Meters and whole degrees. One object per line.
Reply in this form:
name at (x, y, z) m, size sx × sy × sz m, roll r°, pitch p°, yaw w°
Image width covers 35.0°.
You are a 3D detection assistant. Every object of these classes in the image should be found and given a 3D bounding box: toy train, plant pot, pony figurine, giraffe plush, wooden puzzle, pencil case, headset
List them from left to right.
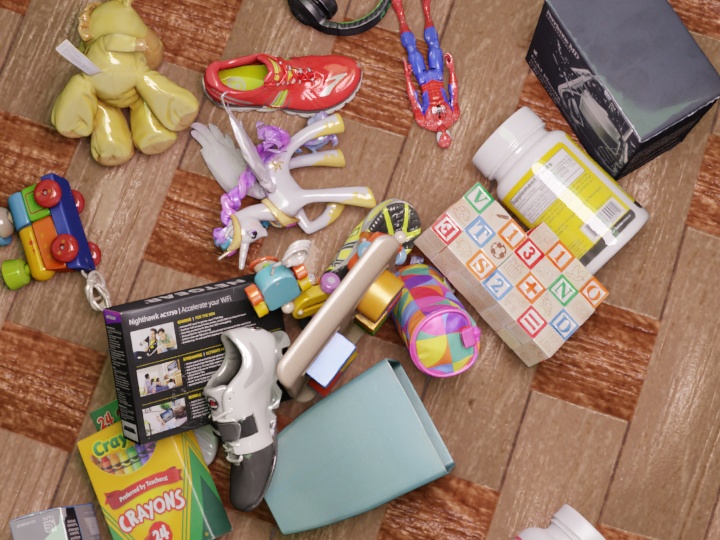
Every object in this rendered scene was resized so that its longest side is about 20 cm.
toy train at (-0.377, -0.005, 1.377) m, size 0.115 × 0.085 × 0.201 m, roll -21°, pitch 80°, yaw 7°
giraffe plush at (-0.296, -0.253, 1.392) m, size 0.172 × 0.200 × 0.162 m, roll -18°, pitch 46°, yaw 10°
pony figurine at (-0.106, -0.117, 1.369) m, size 0.200 × 0.167 × 0.194 m, roll -22°, pitch 88°, yaw -19°
headset at (-0.058, -0.367, 1.426) m, size 0.199 × 0.094 × 0.124 m, roll 12°, pitch 80°, yaw 8°
toy train at (-0.046, -0.009, 1.275) m, size 0.150 × 0.200 × 0.056 m, roll -48°, pitch 60°, yaw 28°
plant pot at (-0.016, 0.210, 1.306) m, size 0.200 × 0.141 × 0.142 m, roll -29°, pitch 81°, yaw 4°
wooden puzzle at (-0.011, 0.064, 1.217) m, size 0.046 × 0.200 × 0.185 m, roll 37°, pitch 81°, yaw 10°
pencil case at (0.081, 0.051, 1.302) m, size 0.088 × 0.200 × 0.089 m, roll -2°, pitch 108°, yaw -6°

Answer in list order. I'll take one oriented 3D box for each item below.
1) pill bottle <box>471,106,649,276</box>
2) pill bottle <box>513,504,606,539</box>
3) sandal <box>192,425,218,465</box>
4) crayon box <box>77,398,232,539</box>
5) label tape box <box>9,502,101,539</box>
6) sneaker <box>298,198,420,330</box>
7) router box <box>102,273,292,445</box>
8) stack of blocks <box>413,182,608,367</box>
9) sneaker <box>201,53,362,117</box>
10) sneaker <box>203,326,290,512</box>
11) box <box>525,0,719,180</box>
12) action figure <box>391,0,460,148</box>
pill bottle at (0.236, -0.094, 1.366) m, size 0.114 × 0.114 × 0.200 m, roll -43°, pitch 82°, yaw -6°
pill bottle at (0.191, 0.363, 1.289) m, size 0.200 × 0.109 × 0.109 m, roll -44°, pitch 82°, yaw -7°
sandal at (-0.193, 0.129, 1.363) m, size 0.079 × 0.059 × 0.207 m, roll 3°, pitch 96°, yaw 18°
crayon box at (-0.245, 0.235, 1.325) m, size 0.127 × 0.051 × 0.200 m, roll -28°, pitch 79°, yaw 19°
label tape box at (-0.320, 0.365, 1.275) m, size 0.066 × 0.143 × 0.201 m, roll -18°, pitch 80°, yaw -2°
sneaker at (0.000, 0.000, 1.377) m, size 0.075 × 0.076 × 0.200 m, roll 40°, pitch 98°, yaw -14°
router box at (-0.176, 0.095, 1.281) m, size 0.200 × 0.051 × 0.150 m, roll -13°, pitch 102°, yaw -34°
stack of blocks at (0.174, -0.003, 1.320) m, size 0.200 × 0.059 × 0.115 m, roll 47°, pitch 67°, yaw 0°
sneaker at (-0.096, -0.233, 1.408) m, size 0.199 × 0.085 × 0.077 m, roll -6°, pitch 81°, yaw 0°
sneaker at (-0.137, 0.159, 1.242) m, size 0.088 × 0.074 × 0.201 m, roll 13°, pitch 77°, yaw -37°
box at (0.305, -0.234, 1.348) m, size 0.124 × 0.197 × 0.200 m, roll -31°, pitch 81°, yaw -5°
action figure at (0.085, -0.249, 1.430) m, size 0.065 × 0.052 × 0.201 m, roll -11°, pitch 82°, yaw -7°
